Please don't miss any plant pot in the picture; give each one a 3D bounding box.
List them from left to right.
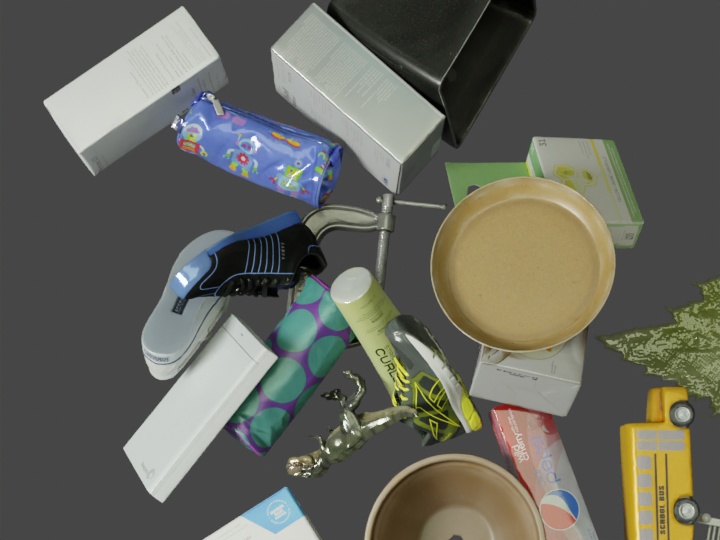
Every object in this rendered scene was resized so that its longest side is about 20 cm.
[{"bbox_3d":[0.076,-0.292,1.673,0.177,0.200,0.201,27,81,16],"label":"plant pot"},{"bbox_3d":[0.105,0.306,1.605,0.200,0.093,0.202,-1,82,4],"label":"plant pot"},{"bbox_3d":[0.176,-0.004,1.565,0.199,0.028,0.201,-4,69,10],"label":"plant pot"}]

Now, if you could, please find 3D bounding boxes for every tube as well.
[{"bbox_3d":[0.032,0.077,1.619,0.058,0.200,0.052,-11,45,23],"label":"tube"}]

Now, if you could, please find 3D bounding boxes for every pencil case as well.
[{"bbox_3d":[-0.118,-0.146,1.692,0.199,0.087,0.078,23,48,3],"label":"pencil case"},{"bbox_3d":[-0.083,0.109,1.634,0.085,0.092,0.200,39,86,-18],"label":"pencil case"}]

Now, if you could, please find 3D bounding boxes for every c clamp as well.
[{"bbox_3d":[0.000,0.000,1.694,0.170,0.027,0.201,11,81,3],"label":"c clamp"}]

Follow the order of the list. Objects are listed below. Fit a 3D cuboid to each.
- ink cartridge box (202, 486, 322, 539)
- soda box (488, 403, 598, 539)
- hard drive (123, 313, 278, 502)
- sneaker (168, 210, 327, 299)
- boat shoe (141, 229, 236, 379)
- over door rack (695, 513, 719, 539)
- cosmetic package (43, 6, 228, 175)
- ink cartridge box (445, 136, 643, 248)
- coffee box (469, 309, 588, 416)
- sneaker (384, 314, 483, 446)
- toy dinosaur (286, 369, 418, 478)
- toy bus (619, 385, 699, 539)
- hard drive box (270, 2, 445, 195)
[{"bbox_3d":[-0.076,0.357,1.612,0.116,0.068,0.201,-32,82,-5],"label":"ink cartridge box"},{"bbox_3d":[0.208,0.241,1.631,0.063,0.070,0.201,-20,81,-4],"label":"soda box"},{"bbox_3d":[-0.181,0.149,1.611,0.027,0.132,0.200,39,89,-27],"label":"hard drive"},{"bbox_3d":[-0.120,-0.001,1.624,0.200,0.070,0.078,-28,77,-39],"label":"sneaker"},{"bbox_3d":[-0.190,0.046,1.666,0.074,0.086,0.203,17,52,8],"label":"boat shoe"},{"bbox_3d":[0.465,0.360,1.613,0.199,0.067,0.149,11,81,2],"label":"over door rack"},{"bbox_3d":[-0.261,-0.208,1.689,0.200,0.113,0.081,-37,82,-5],"label":"cosmetic package"},{"bbox_3d":[0.208,-0.090,1.651,0.199,0.048,0.146,2,46,-11],"label":"ink cartridge box"},{"bbox_3d":[0.197,0.050,1.624,0.114,0.080,0.201,13,56,2],"label":"coffee box"},{"bbox_3d":[0.068,0.132,1.603,0.084,0.200,0.075,-32,38,3],"label":"sneaker"},{"bbox_3d":[-0.010,0.166,1.629,0.200,0.047,0.089,-35,59,35],"label":"toy dinosaur"},{"bbox_3d":[0.338,0.234,1.636,0.078,0.065,0.201,-1,81,1],"label":"toy bus"},{"bbox_3d":[-0.004,-0.193,1.665,0.200,0.156,0.077,42,82,6],"label":"hard drive box"}]
